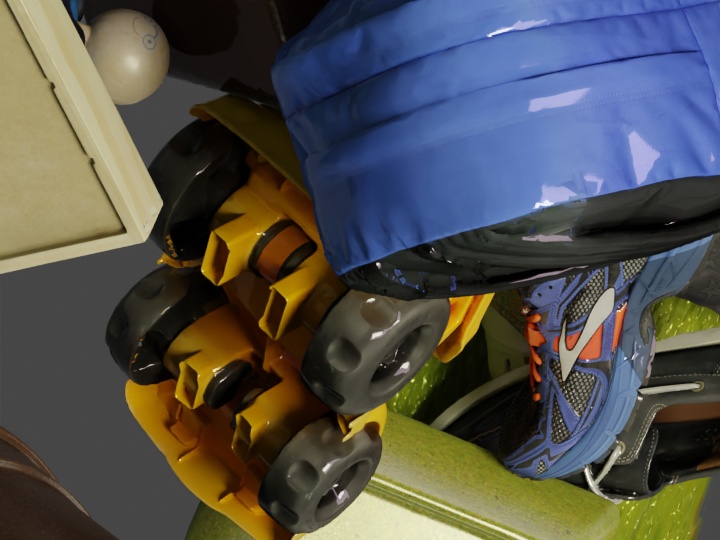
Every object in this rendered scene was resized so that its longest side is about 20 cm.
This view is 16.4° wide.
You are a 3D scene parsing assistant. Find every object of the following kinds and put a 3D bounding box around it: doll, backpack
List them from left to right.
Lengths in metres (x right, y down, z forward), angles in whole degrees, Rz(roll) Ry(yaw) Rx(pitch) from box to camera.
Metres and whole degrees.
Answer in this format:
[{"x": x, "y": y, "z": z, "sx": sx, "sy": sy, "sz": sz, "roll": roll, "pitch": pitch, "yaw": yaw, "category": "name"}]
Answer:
[{"x": -0.164, "y": -0.114, "z": 0.995, "sx": 0.200, "sy": 0.137, "sz": 0.048, "roll": 25, "pitch": 124, "yaw": -31, "category": "doll"}, {"x": 0.065, "y": -0.076, "z": 0.952, "sx": 0.200, "sy": 0.162, "sz": 0.168, "roll": -18, "pitch": 85, "yaw": -35, "category": "backpack"}]

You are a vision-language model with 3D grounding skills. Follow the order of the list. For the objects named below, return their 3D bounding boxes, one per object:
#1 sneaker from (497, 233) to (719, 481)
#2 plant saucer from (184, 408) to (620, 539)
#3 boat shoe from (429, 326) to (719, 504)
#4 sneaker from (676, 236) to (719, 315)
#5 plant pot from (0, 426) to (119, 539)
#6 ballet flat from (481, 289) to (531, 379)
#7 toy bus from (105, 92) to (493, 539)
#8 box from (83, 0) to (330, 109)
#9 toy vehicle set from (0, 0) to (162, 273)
[{"x": 0.100, "y": 0.012, "z": 1.167, "sx": 0.078, "sy": 0.075, "sz": 0.200, "roll": 12, "pitch": 120, "yaw": -14, "category": "sneaker"}, {"x": 0.007, "y": 0.172, "z": 1.194, "sx": 0.199, "sy": 0.048, "sz": 0.200, "roll": 23, "pitch": 88, "yaw": -10, "category": "plant saucer"}, {"x": 0.125, "y": 0.082, "z": 1.248, "sx": 0.199, "sy": 0.068, "sz": 0.072, "roll": -14, "pitch": 133, "yaw": 6, "category": "boat shoe"}, {"x": 0.160, "y": -0.029, "z": 1.312, "sx": 0.199, "sy": 0.060, "sz": 0.104, "roll": 17, "pitch": 113, "yaw": -23, "category": "sneaker"}, {"x": -0.150, "y": 0.178, "z": 1.032, "sx": 0.200, "sy": 0.198, "sz": 0.201, "roll": -12, "pitch": 110, "yaw": -36, "category": "plant pot"}, {"x": 0.104, "y": 0.049, "z": 1.295, "sx": 0.071, "sy": 0.071, "sz": 0.200, "roll": -54, "pitch": 129, "yaw": -14, "category": "ballet flat"}, {"x": 0.000, "y": 0.000, "z": 1.123, "sx": 0.192, "sy": 0.136, "sz": 0.200, "roll": -30, "pitch": 152, "yaw": -40, "category": "toy bus"}, {"x": -0.035, "y": -0.199, "z": 1.041, "sx": 0.166, "sy": 0.164, "sz": 0.200, "roll": -32, "pitch": 121, "yaw": -29, "category": "box"}, {"x": -0.191, "y": -0.048, "z": 0.951, "sx": 0.027, "sy": 0.199, "sz": 0.124, "roll": -74, "pitch": 147, "yaw": -51, "category": "toy vehicle set"}]
